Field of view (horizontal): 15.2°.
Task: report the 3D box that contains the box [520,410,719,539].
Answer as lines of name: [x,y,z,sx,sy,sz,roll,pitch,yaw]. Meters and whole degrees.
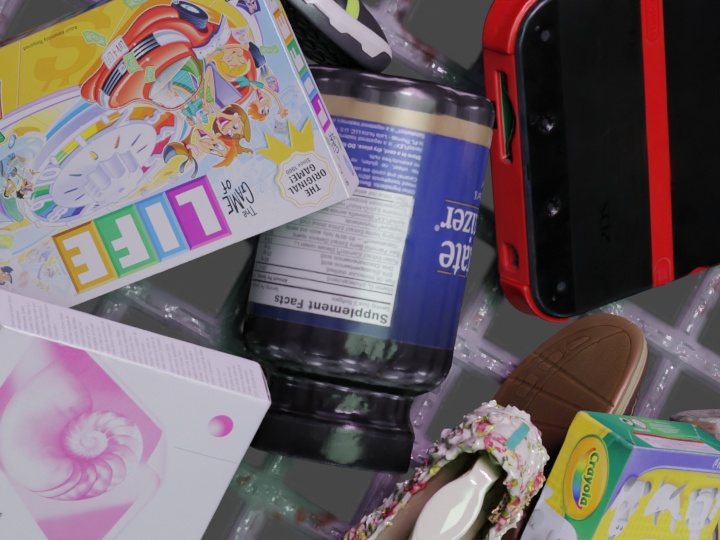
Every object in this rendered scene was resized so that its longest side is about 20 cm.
box: [0.122,0.176,1.445,0.117,0.048,0.200,9,110,-51]

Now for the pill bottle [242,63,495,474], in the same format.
pill bottle: [0.000,0.000,1.396,0.112,0.112,0.200,10,90,-22]

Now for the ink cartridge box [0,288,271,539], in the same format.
ink cartridge box: [-0.173,0.107,1.326,0.200,0.043,0.196,16,116,-23]

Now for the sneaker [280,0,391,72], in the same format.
sneaker: [-0.042,-0.186,1.389,0.200,0.072,0.083,45,76,-18]

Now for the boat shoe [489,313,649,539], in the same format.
boat shoe: [0.102,0.119,1.474,0.072,0.072,0.200,39,76,-52]

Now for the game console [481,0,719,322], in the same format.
game console: [0.149,-0.080,1.463,0.177,0.031,0.200,-20,119,-27]

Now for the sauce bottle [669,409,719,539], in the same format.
sauce bottle: [0.202,0.179,1.512,0.065,0.065,0.200,0,94,-21]

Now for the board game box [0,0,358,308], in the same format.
board game box: [-0.119,-0.065,1.334,0.200,0.034,0.135,-21,102,13]

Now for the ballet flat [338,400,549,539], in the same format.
ballet flat: [0.023,0.152,1.405,0.076,0.064,0.200,35,105,5]
